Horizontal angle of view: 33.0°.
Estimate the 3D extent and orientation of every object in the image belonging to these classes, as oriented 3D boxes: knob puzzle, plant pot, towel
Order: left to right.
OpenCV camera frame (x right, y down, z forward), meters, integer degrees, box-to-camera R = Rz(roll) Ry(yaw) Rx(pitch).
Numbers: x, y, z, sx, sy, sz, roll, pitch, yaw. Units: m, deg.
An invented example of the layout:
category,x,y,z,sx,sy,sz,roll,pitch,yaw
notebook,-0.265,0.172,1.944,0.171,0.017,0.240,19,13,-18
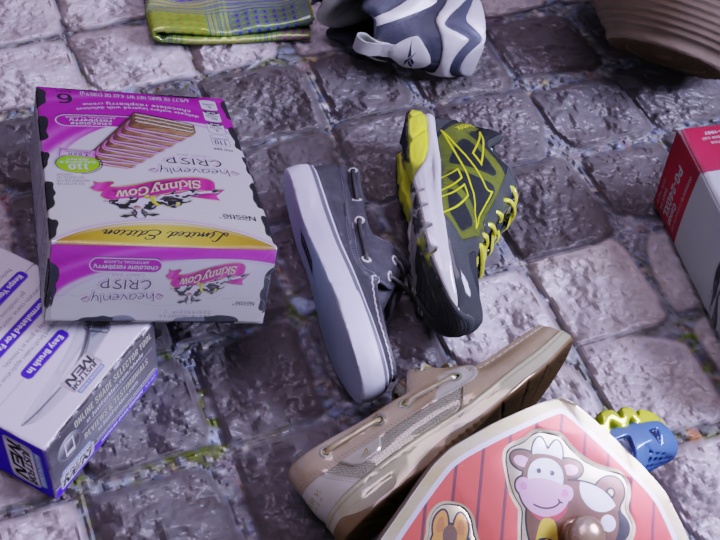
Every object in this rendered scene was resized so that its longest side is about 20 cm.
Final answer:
category,x,y,z,sx,sy,sz,roll,pitch,yaw
towel,-0.121,-0.267,1.049,0.143,0.023,0.200,-4,51,-10
knob puzzle,0.101,0.163,0.636,0.219,0.030,0.220,5,73,-16
plant pot,0.259,-0.211,0.967,0.201,0.201,0.093,20,95,11

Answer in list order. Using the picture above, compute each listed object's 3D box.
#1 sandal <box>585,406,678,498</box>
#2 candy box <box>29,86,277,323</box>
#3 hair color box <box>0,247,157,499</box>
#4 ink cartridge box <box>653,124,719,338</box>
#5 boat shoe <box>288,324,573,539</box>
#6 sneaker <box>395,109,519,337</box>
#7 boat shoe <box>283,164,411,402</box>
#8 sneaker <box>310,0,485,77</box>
category,x,y,z,sx,sy,sz,roll,pitch,yaw
sandal,0.105,0.150,0.696,0.200,0.080,0.087,-28,66,-18
candy box,-0.142,-0.047,0.794,0.136,0.061,0.200,1,35,-19
hair color box,-0.239,0.044,0.753,0.200,0.065,0.109,24,52,16
ink cartridge box,0.309,-0.008,0.833,0.145,0.083,0.200,-6,52,-11
boat shoe,0.047,0.085,0.742,0.200,0.072,0.065,-35,64,-23
sneaker,0.074,-0.041,0.845,0.085,0.075,0.200,0,50,-6
boat shoe,0.000,0.000,0.815,0.066,0.070,0.200,-10,44,-11
sneaker,0.019,-0.242,1.003,0.129,0.080,0.199,0,60,-16
